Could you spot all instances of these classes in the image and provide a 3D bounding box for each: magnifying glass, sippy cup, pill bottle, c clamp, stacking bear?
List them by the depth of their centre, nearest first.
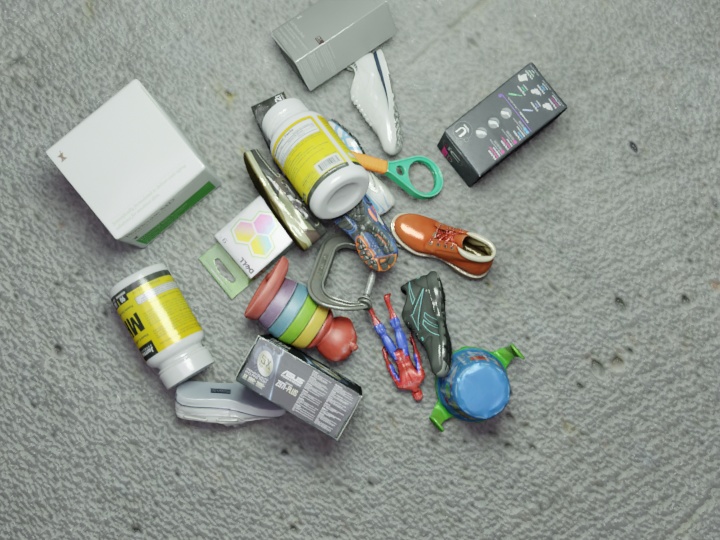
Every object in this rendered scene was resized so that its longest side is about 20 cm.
[{"bbox_3d":[-0.081,-0.193,1.257,0.112,0.113,0.200,-35,67,-2],"label":"pill bottle"},{"bbox_3d":[0.203,0.204,1.304,0.139,0.130,0.179,14,87,1],"label":"sippy cup"},{"bbox_3d":[-0.347,0.100,1.316,0.114,0.114,0.201,-31,86,-2],"label":"pill bottle"},{"bbox_3d":[0.000,0.000,1.320,0.170,0.027,0.200,22,51,4],"label":"c clamp"},{"bbox_3d":[-0.094,0.088,1.324,0.200,0.121,0.114,33,56,-10],"label":"stacking bear"},{"bbox_3d":[0.063,-0.180,1.339,0.199,0.022,0.080,11,72,-26],"label":"magnifying glass"}]

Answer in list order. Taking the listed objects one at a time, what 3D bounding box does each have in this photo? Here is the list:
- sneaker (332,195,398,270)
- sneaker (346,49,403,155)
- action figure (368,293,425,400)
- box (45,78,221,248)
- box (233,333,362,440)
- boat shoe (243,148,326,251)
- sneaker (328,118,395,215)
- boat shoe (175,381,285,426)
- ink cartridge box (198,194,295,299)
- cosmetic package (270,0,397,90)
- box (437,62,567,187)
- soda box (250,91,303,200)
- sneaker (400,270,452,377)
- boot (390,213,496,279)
[{"bbox_3d":[0.002,-0.086,1.315,0.075,0.078,0.201,-31,82,16],"label":"sneaker"},{"bbox_3d":[0.027,-0.303,1.372,0.080,0.076,0.201,-13,79,6],"label":"sneaker"},{"bbox_3d":[0.069,0.142,1.349,0.065,0.052,0.201,-22,91,4],"label":"action figure"},{"bbox_3d":[-0.387,-0.180,1.306,0.199,0.171,0.200,-39,87,-2],"label":"box"},{"bbox_3d":[-0.102,0.195,1.287,0.199,0.164,0.086,30,87,2],"label":"box"},{"bbox_3d":[-0.131,-0.130,1.299,0.066,0.072,0.201,-32,86,-13],"label":"boat shoe"},{"bbox_3d":[-0.013,-0.187,1.361,0.072,0.072,0.201,-32,84,5],"label":"sneaker"},{"bbox_3d":[-0.232,0.245,1.338,0.199,0.074,0.066,10,116,-4],"label":"boat shoe"},{"bbox_3d":[-0.194,-0.052,1.354,0.200,0.059,0.104,-41,87,-3],"label":"ink cartridge box"},{"bbox_3d":[-0.046,-0.432,1.352,0.200,0.090,0.107,-37,58,-1],"label":"cosmetic package"},{"bbox_3d":[0.250,-0.258,1.339,0.200,0.122,0.106,-38,88,-3],"label":"box"},{"bbox_3d":[-0.127,-0.217,1.364,0.070,0.063,0.201,-25,86,-1],"label":"soda box"},{"bbox_3d":[0.118,0.099,1.326,0.079,0.075,0.201,-11,57,11],"label":"sneaker"},{"bbox_3d":[0.149,-0.058,1.330,0.199,0.107,0.075,24,76,2],"label":"boot"}]
